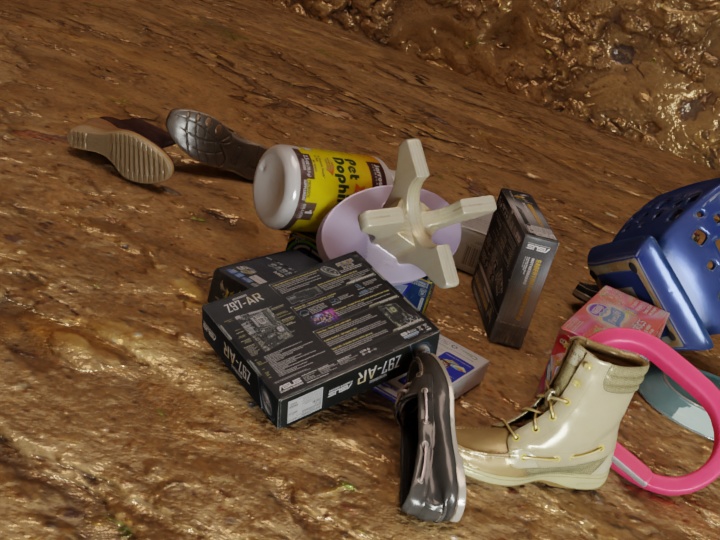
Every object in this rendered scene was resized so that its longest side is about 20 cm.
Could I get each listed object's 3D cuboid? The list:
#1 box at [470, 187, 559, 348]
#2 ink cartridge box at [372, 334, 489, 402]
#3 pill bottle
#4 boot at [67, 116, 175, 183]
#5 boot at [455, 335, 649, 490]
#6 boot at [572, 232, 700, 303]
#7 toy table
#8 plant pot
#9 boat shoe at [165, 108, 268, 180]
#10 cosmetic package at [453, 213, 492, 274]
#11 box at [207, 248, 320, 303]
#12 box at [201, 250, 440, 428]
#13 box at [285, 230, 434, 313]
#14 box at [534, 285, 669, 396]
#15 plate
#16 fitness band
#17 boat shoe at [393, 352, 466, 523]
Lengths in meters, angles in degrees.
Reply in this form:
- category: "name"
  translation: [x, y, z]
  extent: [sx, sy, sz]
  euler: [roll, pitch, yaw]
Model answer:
- category: "box"
  translation: [0.209, -0.008, 1.373]
  extent: [0.048, 0.159, 0.200]
  euler: [13, 21, -6]
- category: "ink cartridge box"
  translation: [0.063, 0.118, 1.120]
  extent: [0.095, 0.037, 0.200]
  euler: [28, 21, 23]
- category: "pill bottle"
  translation: [-0.033, -0.102, 1.308]
  extent: [0.200, 0.109, 0.109]
  euler: [3, 25, -34]
- category: "boot"
  translation: [-0.332, -0.198, 1.539]
  extent: [0.200, 0.073, 0.166]
  euler: [22, 23, 21]
- category: "boot"
  translation: [0.182, 0.138, 0.991]
  extent: [0.200, 0.156, 0.073]
  euler: [10, 23, -17]
- category: "boot"
  translation: [0.431, -0.003, 1.534]
  extent: [0.200, 0.151, 0.073]
  euler: [10, 14, -21]
- category: "toy table"
  translation: [0.059, -0.055, 1.215]
  extent: [0.200, 0.184, 0.117]
  euler: [-23, -4, -29]
- category: "plant pot"
  translation: [0.446, 0.006, 1.382]
  extent: [0.180, 0.200, 0.200]
  euler: [-31, 4, -15]
- category: "boat shoe"
  translation: [-0.234, -0.204, 1.615]
  extent: [0.200, 0.076, 0.072]
  euler: [29, 2, -34]
- category: "cosmetic package"
  translation: [0.212, -0.049, 1.598]
  extent: [0.101, 0.074, 0.200]
  euler: [22, 23, 11]
- category: "box"
  translation: [-0.057, 0.046, 1.181]
  extent: [0.200, 0.051, 0.158]
  euler: [30, 23, 26]
- category: "box"
  translation: [-0.043, 0.066, 1.045]
  extent: [0.200, 0.044, 0.160]
  euler: [-21, 46, -30]
- category: "box"
  translation: [0.000, 0.000, 1.321]
  extent: [0.200, 0.064, 0.070]
  euler: [20, 21, 8]
- category: "box"
  translation: [0.306, 0.103, 1.241]
  extent: [0.095, 0.103, 0.200]
  euler: [26, 26, 21]
- category: "plate"
  translation: [0.462, 0.171, 1.311]
  extent: [0.200, 0.026, 0.200]
  euler: [15, 20, -6]
- category: "fitness band"
  translation: [0.312, 0.153, 1.084]
  extent: [0.144, 0.037, 0.200]
  euler: [-41, 71, -16]
- category: "boat shoe"
  translation: [0.057, 0.150, 0.949]
  extent: [0.057, 0.067, 0.200]
  euler: [9, 39, -14]
